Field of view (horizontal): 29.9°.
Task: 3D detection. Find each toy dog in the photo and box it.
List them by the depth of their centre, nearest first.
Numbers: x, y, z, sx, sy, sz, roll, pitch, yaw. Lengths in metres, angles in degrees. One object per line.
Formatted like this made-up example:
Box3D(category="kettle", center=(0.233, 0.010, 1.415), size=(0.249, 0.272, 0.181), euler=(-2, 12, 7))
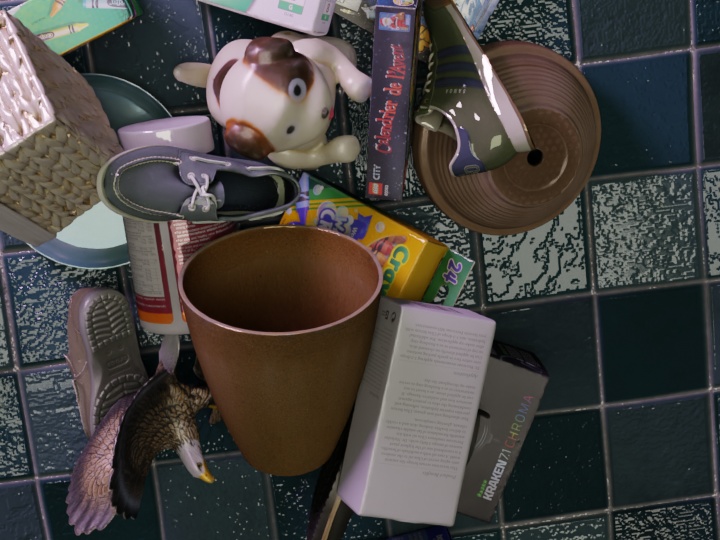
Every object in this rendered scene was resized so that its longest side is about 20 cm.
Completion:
Box3D(category="toy dog", center=(-0.080, -0.173, 1.290), size=(0.193, 0.200, 0.140), euler=(25, 99, -9))

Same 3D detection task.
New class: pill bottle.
Box3D(category="pill bottle", center=(-0.178, -0.046, 1.330), size=(0.109, 0.110, 0.201), euler=(-7, 104, -3))

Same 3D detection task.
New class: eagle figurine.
Box3D(category="eagle figurine", center=(-0.204, 0.162, 1.335), size=(0.200, 0.151, 0.152), euler=(-29, 131, -31))

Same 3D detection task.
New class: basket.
Box3D(category="basket", center=(-0.306, -0.124, 1.207), size=(0.123, 0.200, 0.136), euler=(-30, 74, 5))

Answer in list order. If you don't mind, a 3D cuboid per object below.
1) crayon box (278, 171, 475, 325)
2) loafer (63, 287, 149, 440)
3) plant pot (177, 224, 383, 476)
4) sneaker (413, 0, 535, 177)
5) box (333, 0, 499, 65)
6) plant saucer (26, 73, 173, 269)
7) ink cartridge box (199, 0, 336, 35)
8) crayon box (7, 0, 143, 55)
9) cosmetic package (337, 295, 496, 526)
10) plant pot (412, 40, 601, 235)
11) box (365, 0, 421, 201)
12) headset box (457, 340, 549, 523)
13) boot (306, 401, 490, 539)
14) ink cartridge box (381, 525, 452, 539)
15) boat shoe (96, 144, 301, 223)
Box3D(category="crayon box", center=(0.000, 0.000, 1.349), size=(0.200, 0.052, 0.126), euler=(30, 98, 30))
Box3D(category="loafer", center=(-0.266, 0.103, 1.411), size=(0.075, 0.070, 0.201), euler=(-15, 117, -32))
Box3D(category="plant pot", center=(-0.070, 0.088, 1.274), size=(0.186, 0.187, 0.201), euler=(-4, 122, -4))
Box3D(category="sneaker", center=(0.085, -0.175, 1.287), size=(0.090, 0.067, 0.201), euler=(-30, 63, 8))
Box3D(category="box", center=(0.041, -0.299, 1.353), size=(0.200, 0.040, 0.137), euler=(28, 100, -10))
Box3D(category="plant saucer", center=(-0.273, -0.101, 1.380), size=(0.199, 0.027, 0.201), euler=(-1, 102, -5))
Box3D(category="ink cartridge box", center=(-0.085, -0.345, 1.303), size=(0.160, 0.050, 0.201), euler=(19, 104, 16))
Box3D(category="crayon box", center=(-0.314, -0.227, 1.302), size=(0.199, 0.119, 0.058), euler=(-26, 103, 2))
Box3D(category="cosmetic package", center=(0.052, 0.132, 1.280), size=(0.101, 0.071, 0.201), euler=(11, 94, -21))
Box3D(category="plant pot", center=(0.159, -0.123, 1.355), size=(0.200, 0.093, 0.202), euler=(-5, 111, -14))
Box3D(category="box", center=(0.034, -0.187, 1.293), size=(0.038, 0.137, 0.201), euler=(5, 125, 3))
Box3D(category="headset box", center=(0.071, 0.144, 1.425), size=(0.199, 0.093, 0.175), euler=(21, 99, -8))
Box3D(category="boot", center=(0.036, 0.208, 1.353), size=(0.138, 0.077, 0.201), euler=(20, 100, -12))
Box3D(category="ink cartridge box", center=(0.048, 0.366, 1.480), size=(0.199, 0.076, 0.137), euler=(-13, 103, 0))
Box3D(category="boat shoe", center=(-0.144, -0.078, 1.243), size=(0.199, 0.062, 0.073), euler=(3, 89, -39))
